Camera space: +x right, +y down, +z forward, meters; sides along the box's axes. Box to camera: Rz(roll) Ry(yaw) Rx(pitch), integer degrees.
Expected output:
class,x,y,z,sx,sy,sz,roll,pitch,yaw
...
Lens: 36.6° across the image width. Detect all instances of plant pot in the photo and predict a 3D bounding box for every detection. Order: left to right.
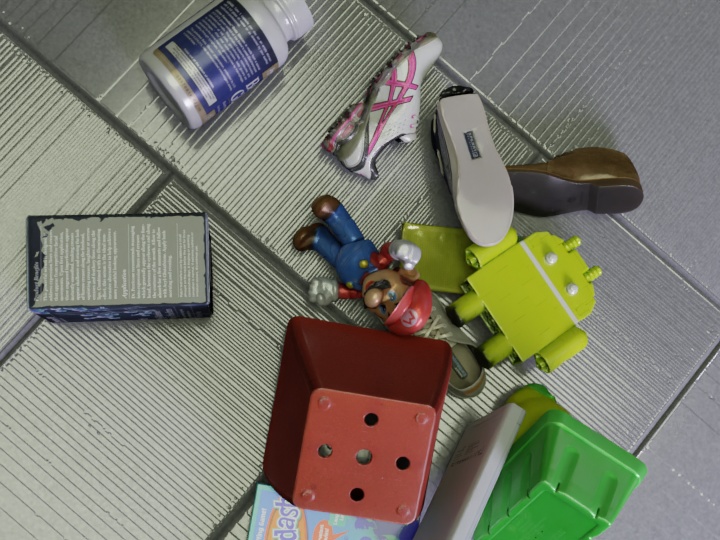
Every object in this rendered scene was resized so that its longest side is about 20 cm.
class,x,y,z,sx,sy,sz,roll,pitch,yaw
plant pot,-0.001,0.181,1.224,0.199,0.176,0.200,10,100,-4

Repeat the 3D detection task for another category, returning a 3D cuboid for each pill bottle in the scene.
class,x,y,z,sx,sy,sz,roll,pitch,yaw
pill bottle,-0.159,-0.272,1.326,0.200,0.111,0.111,-39,88,-9

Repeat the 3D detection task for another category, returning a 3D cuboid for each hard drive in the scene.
class,x,y,z,sx,sy,sz,roll,pitch,yaw
hard drive,0.116,0.254,1.248,0.027,0.132,0.200,33,63,-6

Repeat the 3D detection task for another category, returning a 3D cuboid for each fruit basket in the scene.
class,x,y,z,sx,sy,sz,roll,pitch,yaw
fruit basket,0.224,0.234,1.284,0.155,0.216,0.216,33,80,-1

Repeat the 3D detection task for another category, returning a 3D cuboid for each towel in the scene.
class,x,y,z,sx,sy,sz,roll,pitch,yaw
towel,0.146,-0.010,1.355,0.200,0.018,0.086,7,73,-12

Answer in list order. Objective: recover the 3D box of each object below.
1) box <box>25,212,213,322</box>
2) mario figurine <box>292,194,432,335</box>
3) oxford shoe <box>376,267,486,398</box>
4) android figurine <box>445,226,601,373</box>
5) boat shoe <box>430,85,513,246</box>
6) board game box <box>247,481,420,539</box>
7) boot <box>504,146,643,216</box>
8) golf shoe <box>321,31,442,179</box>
class,x,y,z,sx,sy,sz,roll,pitch,yaw
box,-0.272,-0.001,1.258,0.200,0.148,0.107,-1,82,-6
mario figurine,0.000,0.000,1.282,0.106,0.124,0.200,-37,66,-23
oxford shoe,0.085,0.073,1.335,0.075,0.058,0.200,-40,86,-7
android figurine,0.206,0.031,1.330,0.200,0.041,0.182,-31,86,-18
boat shoe,0.135,-0.121,1.345,0.075,0.093,0.200,-8,80,-7
board game box,-0.038,0.342,1.291,0.200,0.045,0.152,10,81,-5
boot,0.254,-0.118,1.385,0.200,0.074,0.076,3,53,-1
golf shoe,0.043,-0.206,1.363,0.092,0.073,0.200,39,90,-6
